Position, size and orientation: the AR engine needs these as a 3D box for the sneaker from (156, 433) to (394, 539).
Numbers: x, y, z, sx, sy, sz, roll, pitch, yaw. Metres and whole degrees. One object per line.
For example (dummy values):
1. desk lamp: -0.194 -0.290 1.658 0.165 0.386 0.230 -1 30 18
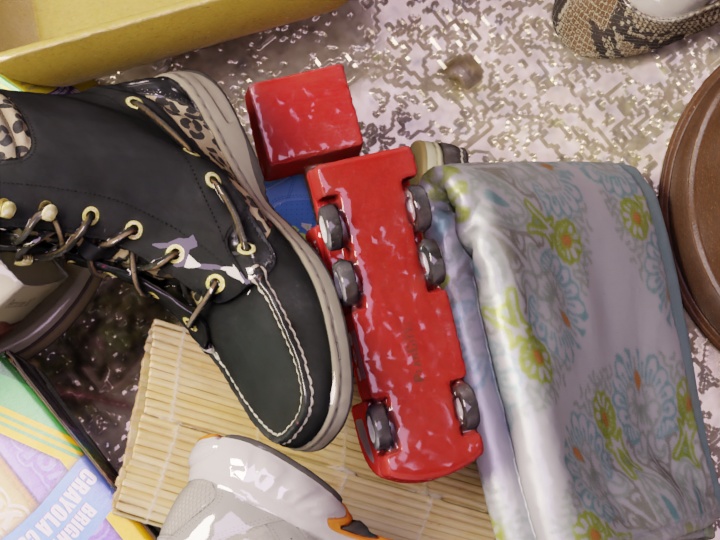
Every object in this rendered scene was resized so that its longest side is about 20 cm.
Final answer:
1. sneaker: -0.006 0.159 1.197 0.200 0.076 0.092 31 73 -3

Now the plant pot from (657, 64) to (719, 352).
1. plant pot: 0.249 -0.043 1.266 0.200 0.198 0.200 0 82 0

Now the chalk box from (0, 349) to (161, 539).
1. chalk box: -0.146 0.157 1.280 0.124 0.124 0.200 -37 83 -5

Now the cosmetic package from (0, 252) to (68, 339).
1. cosmetic package: -0.241 0.040 1.240 0.200 0.103 0.087 -43 87 7

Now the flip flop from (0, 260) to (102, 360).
1. flip flop: -0.216 0.014 1.317 0.200 0.058 0.081 -18 40 3

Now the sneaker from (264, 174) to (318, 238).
1. sneaker: -0.027 0.037 1.318 0.105 0.076 0.200 -11 82 -2

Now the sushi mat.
1. sushi mat: -0.012 0.094 1.255 0.200 0.012 0.096 17 67 -12

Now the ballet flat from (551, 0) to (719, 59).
1. ballet flat: 0.189 -0.165 1.342 0.200 0.075 0.068 -21 84 -2

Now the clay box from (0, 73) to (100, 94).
1. clay box: -0.182 -0.091 1.311 0.200 0.115 0.048 34 102 4

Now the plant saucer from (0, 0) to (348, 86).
1. plant saucer: -0.094 -0.164 1.316 0.200 0.048 0.200 -16 41 -2

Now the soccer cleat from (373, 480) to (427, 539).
1. soccer cleat: 0.004 0.177 1.302 0.085 0.069 0.200 -14 94 6

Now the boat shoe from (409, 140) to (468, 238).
1. boat shoe: 0.058 0.035 1.324 0.066 0.072 0.201 -6 90 -9

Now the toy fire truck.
1. toy fire truck: 0.000 0.000 1.245 0.049 0.141 0.200 -13 87 -11

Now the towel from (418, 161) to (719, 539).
1. towel: 0.104 0.045 1.273 0.048 0.171 0.200 -18 82 31

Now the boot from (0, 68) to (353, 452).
1. boot: -0.102 -0.004 1.173 0.154 0.073 0.204 -1 52 -39
